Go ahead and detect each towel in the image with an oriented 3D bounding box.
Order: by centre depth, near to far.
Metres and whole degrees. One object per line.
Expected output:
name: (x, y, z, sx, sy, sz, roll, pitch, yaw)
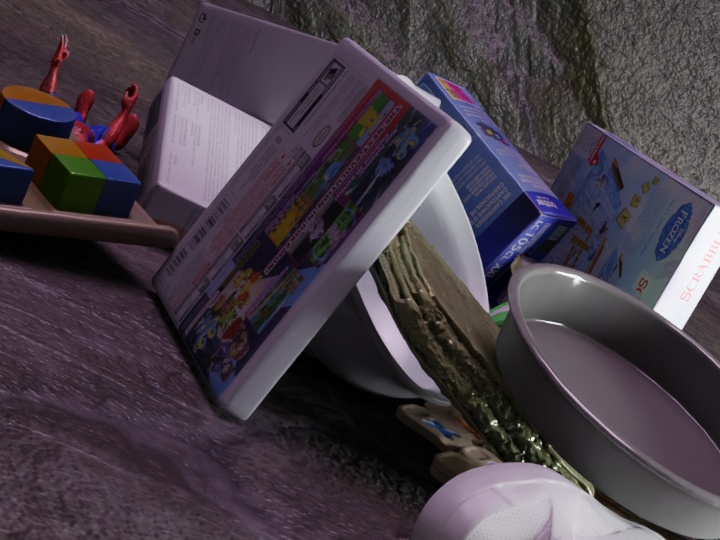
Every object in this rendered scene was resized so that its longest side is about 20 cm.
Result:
towel: (0.064, 0.050, 0.968, 0.200, 0.036, 0.149, 49, 11, -27)

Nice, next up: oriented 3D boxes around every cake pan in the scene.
cake pan: (0.157, 0.075, 0.925, 0.200, 0.037, 0.200, 29, 25, -15)

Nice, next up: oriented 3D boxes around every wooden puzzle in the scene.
wooden puzzle: (-0.230, -0.078, 1.033, 0.185, 0.046, 0.200, 5, 23, -42)

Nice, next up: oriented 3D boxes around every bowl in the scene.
bowl: (0.000, 0.000, 1.074, 0.201, 0.090, 0.202, 39, 42, -46)

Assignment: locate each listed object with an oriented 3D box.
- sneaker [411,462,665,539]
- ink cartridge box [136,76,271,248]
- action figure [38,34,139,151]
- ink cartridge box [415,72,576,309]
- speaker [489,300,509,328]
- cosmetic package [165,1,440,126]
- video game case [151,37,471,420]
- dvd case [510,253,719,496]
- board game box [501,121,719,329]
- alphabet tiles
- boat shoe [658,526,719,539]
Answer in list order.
sneaker: (0.126, 0.161, 0.815, 0.200, 0.074, 0.116, 20, 11, -38)
ink cartridge box: (-0.071, -0.049, 1.232, 0.200, 0.050, 0.162, 29, 30, -20)
action figure: (-0.204, -0.128, 1.250, 0.065, 0.099, 0.200, 27, 14, -3)
ink cartridge box: (0.086, -0.048, 1.389, 0.200, 0.136, 0.076, 52, 23, 23)
speaker: (0.133, 0.061, 1.231, 0.088, 0.089, 0.200, 30, 12, 12)
cosmetic package: (-0.047, -0.145, 1.337, 0.200, 0.081, 0.113, 25, 1, 41)
video game case: (-0.036, -0.031, 0.956, 0.023, 0.200, 0.182, 37, 6, -29)
dvd case: (0.168, 0.073, 1.015, 0.148, 0.016, 0.200, 27, 24, -16)
board game box: (0.205, 0.000, 1.379, 0.041, 0.200, 0.200, 21, 14, -31)
alphabet tiles: (0.118, 0.139, 1.034, 0.195, 0.015, 0.200, 33, 12, 22)
boat shoe: (0.207, 0.133, 1.045, 0.200, 0.072, 0.065, 40, 3, -4)
